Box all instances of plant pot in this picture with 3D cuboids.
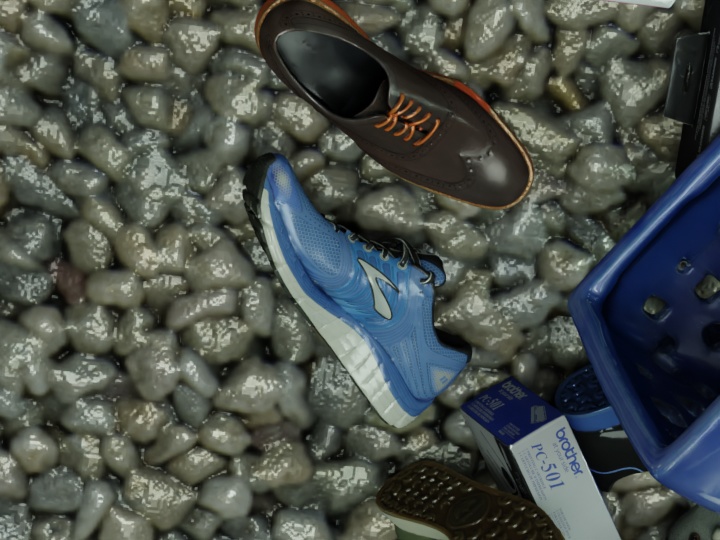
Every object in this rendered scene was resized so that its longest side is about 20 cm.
[{"bbox_3d":[0.263,0.041,1.309,0.180,0.200,0.200,36,106,-25],"label":"plant pot"}]

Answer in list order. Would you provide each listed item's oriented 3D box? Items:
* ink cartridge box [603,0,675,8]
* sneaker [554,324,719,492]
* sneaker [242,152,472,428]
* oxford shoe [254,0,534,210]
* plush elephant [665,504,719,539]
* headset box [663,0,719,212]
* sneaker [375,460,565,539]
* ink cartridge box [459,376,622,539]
[{"bbox_3d":[0.123,-0.186,1.344,0.200,0.095,0.037,4,110,-4],"label":"ink cartridge box"},{"bbox_3d":[0.225,0.077,1.463,0.200,0.070,0.078,-19,123,4],"label":"sneaker"},{"bbox_3d":[0.000,0.000,1.422,0.089,0.079,0.200,-36,116,2],"label":"sneaker"},{"bbox_3d":[0.020,-0.092,1.384,0.200,0.073,0.071,31,105,-13],"label":"oxford shoe"},{"bbox_3d":[0.255,0.197,1.464,0.155,0.200,0.165,13,109,17],"label":"plush elephant"},{"bbox_3d":[0.284,-0.108,1.390,0.200,0.075,0.149,6,110,-5],"label":"headset box"},{"bbox_3d":[0.087,0.189,1.432,0.067,0.200,0.090,-37,118,-15],"label":"sneaker"},{"bbox_3d":[0.135,0.172,1.469,0.044,0.094,0.200,-29,110,-9],"label":"ink cartridge box"}]
